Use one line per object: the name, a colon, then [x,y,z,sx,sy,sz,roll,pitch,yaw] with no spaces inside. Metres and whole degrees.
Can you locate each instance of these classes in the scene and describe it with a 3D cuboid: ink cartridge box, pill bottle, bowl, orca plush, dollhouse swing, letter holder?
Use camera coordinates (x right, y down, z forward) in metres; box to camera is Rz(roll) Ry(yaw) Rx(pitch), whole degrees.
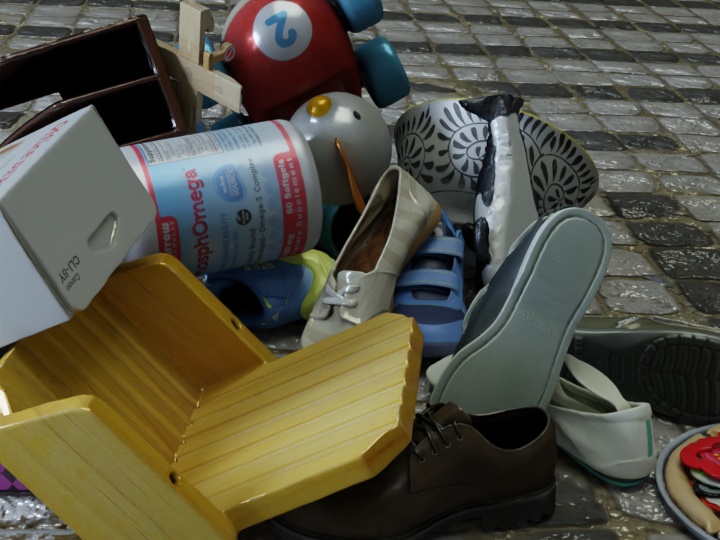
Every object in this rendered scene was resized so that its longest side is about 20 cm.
ink cartridge box: [-0.247,-0.009,0.821,0.198,0.084,0.146,-20,24,24]
pill bottle: [-0.137,-0.048,1.009,0.198,0.110,0.109,-13,26,-20]
bowl: [0.111,-0.062,1.199,0.198,0.201,0.095,12,67,20]
orca plush: [0.103,-0.043,1.097,0.071,0.203,0.105,-10,5,42]
dollhouse swing: [-0.086,0.053,0.780,0.182,0.175,0.201,46,22,-14]
letter holder: [-0.257,-0.120,1.088,0.141,0.102,0.199,-22,3,-32]

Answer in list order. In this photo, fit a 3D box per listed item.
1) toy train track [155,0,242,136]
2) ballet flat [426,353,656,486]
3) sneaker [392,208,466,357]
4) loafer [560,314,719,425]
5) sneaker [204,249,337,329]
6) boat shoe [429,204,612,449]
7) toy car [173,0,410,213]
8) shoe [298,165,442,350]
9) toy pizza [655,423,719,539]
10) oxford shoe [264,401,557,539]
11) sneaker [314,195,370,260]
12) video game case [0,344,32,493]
toy train track: [-0.135,-0.131,1.085,0.114,0.202,0.032,30,41,27]
ballet flat: [0.129,0.083,0.926,0.069,0.070,0.199,-16,29,-40]
sneaker: [0.052,0.008,1.076,0.073,0.083,0.200,4,23,-3]
loafer: [0.217,0.061,0.981,0.197,0.076,0.070,10,27,14]
sneaker: [-0.106,-0.009,1.100,0.104,0.077,0.199,-17,30,-40]
boat shoe: [0.104,0.049,0.885,0.075,0.201,0.060,36,-2,-7]
toy car: [-0.034,-0.132,1.116,0.183,0.178,0.201,-27,46,-3]
shoe: [0.000,0.000,1.024,0.069,0.054,0.201,1,47,37]
toy pizza: [0.294,0.141,0.855,0.197,0.032,0.201,3,22,-1]
oxford shoe: [0.033,0.119,0.800,0.198,0.086,0.073,-10,27,-26]
sneaker: [-0.052,-0.050,1.210,0.197,0.085,0.121,0,13,-13]
video game case: [-0.240,0.072,0.883,0.178,0.036,0.201,1,32,-1]
